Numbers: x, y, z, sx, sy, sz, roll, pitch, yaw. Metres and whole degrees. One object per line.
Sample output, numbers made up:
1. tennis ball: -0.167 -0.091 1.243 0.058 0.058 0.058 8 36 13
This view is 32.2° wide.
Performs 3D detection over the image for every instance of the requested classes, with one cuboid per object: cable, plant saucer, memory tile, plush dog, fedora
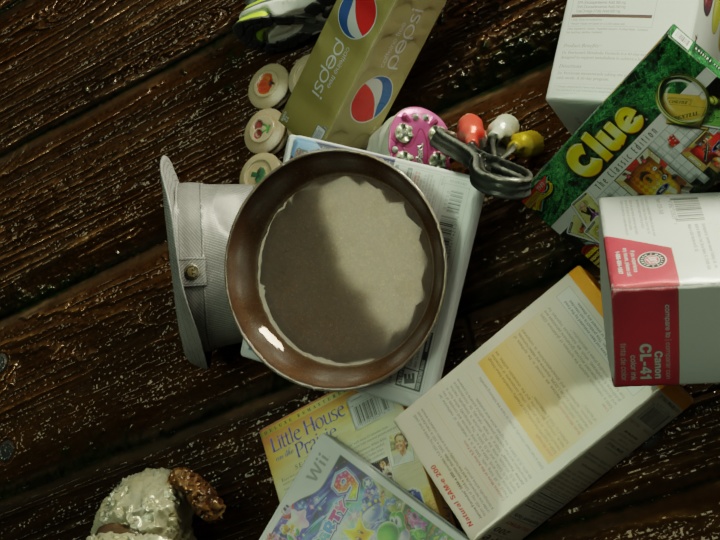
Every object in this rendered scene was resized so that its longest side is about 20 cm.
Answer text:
1. cable: 0.102 -0.101 1.020 0.097 0.200 0.051 16 103 5
2. plant saucer: -0.019 0.000 1.046 0.199 0.034 0.202 0 91 21
3. memory tile: -0.054 -0.122 1.225 0.153 0.017 0.201 -6 70 28
4. plush dog: -0.202 0.255 1.104 0.199 0.160 0.172 -25 38 35
5. fedora: -0.126 -0.012 1.159 0.090 0.177 0.201 -7 81 -2

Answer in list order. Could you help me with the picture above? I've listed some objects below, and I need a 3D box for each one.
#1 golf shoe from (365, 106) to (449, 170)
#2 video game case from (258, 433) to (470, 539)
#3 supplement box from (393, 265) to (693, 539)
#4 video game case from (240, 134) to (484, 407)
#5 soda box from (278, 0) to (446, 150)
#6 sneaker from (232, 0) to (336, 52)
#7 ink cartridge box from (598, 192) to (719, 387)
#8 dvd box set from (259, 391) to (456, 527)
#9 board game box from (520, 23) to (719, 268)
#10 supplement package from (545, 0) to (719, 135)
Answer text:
1. golf shoe: 0.031 -0.044 1.128 0.091 0.075 0.201 1 80 64
2. video game case: 0.005 0.246 1.027 0.200 0.018 0.144 32 93 34
3. supplement box: 0.143 0.112 0.994 0.200 0.073 0.126 -40 57 11
4. video game case: 0.000 0.000 1.069 0.181 0.023 0.201 15 95 20
5. soda box: 0.006 -0.201 1.129 0.064 0.068 0.201 45 118 31
6. sneaker: -0.038 -0.283 1.240 0.199 0.074 0.081 -8 66 26
7. ink cartridge box: 0.270 0.008 0.874 0.199 0.086 0.148 -1 27 9
8. dvd box set: 0.001 0.199 1.074 0.146 0.029 0.201 -30 62 19
9. board game box: 0.215 -0.085 0.961 0.105 0.023 0.200 41 135 3
10. supplement package: 0.237 -0.208 1.024 0.109 0.114 0.201 8 78 28
